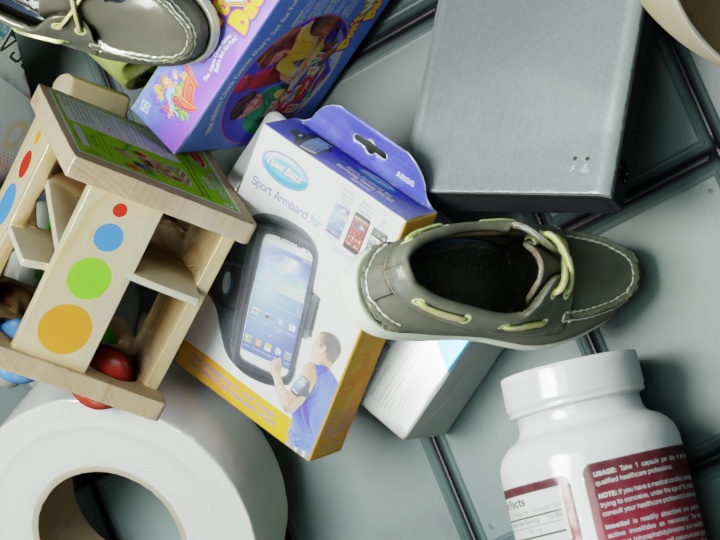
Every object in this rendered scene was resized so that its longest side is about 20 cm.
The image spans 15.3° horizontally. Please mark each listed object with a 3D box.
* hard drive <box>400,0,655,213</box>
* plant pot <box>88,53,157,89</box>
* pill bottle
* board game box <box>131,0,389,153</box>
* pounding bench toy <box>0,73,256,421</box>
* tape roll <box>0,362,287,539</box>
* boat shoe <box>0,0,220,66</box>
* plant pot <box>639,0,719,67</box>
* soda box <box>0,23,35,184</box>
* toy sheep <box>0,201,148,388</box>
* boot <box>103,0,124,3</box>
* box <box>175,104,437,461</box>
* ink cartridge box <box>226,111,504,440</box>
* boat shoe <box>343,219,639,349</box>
[{"bbox_3d":[0.108,-0.134,1.629,0.139,0.033,0.201,1,69,28],"label":"hard drive"},{"bbox_3d":[-0.157,-0.226,1.728,0.200,0.200,0.184,-43,83,20],"label":"plant pot"},{"bbox_3d":[0.148,0.153,1.599,0.112,0.113,0.201,-16,82,26],"label":"pill bottle"},{"bbox_3d":[-0.041,-0.165,1.671,0.045,0.134,0.200,45,116,19],"label":"board game box"},{"bbox_3d":[-0.174,-0.019,1.674,0.157,0.124,0.200,-62,26,15],"label":"pounding bench toy"},{"bbox_3d":[-0.151,0.158,1.730,0.201,0.071,0.204,6,116,13],"label":"tape roll"},{"bbox_3d":[-0.183,-0.170,1.626,0.201,0.060,0.072,24,115,14],"label":"boat shoe"},{"bbox_3d":[0.218,-0.214,1.542,0.134,0.199,0.202,22,101,61],"label":"plant pot"},{"bbox_3d":[-0.265,-0.131,1.766,0.063,0.200,0.068,38,68,22],"label":"soda box"},{"bbox_3d":[-0.215,0.015,1.778,0.199,0.138,0.139,13,96,3],"label":"toy sheep"},{"bbox_3d":[-0.166,-0.268,1.587,0.200,0.076,0.168,40,71,12],"label":"boot"},{"bbox_3d":[-0.032,0.002,1.644,0.119,0.041,0.201,34,119,26],"label":"box"},{"bbox_3d":[0.000,0.000,1.700,0.200,0.067,0.116,41,108,21],"label":"ink cartridge box"},{"bbox_3d":[0.089,0.006,1.580,0.060,0.201,0.073,-26,70,55],"label":"boat shoe"}]
